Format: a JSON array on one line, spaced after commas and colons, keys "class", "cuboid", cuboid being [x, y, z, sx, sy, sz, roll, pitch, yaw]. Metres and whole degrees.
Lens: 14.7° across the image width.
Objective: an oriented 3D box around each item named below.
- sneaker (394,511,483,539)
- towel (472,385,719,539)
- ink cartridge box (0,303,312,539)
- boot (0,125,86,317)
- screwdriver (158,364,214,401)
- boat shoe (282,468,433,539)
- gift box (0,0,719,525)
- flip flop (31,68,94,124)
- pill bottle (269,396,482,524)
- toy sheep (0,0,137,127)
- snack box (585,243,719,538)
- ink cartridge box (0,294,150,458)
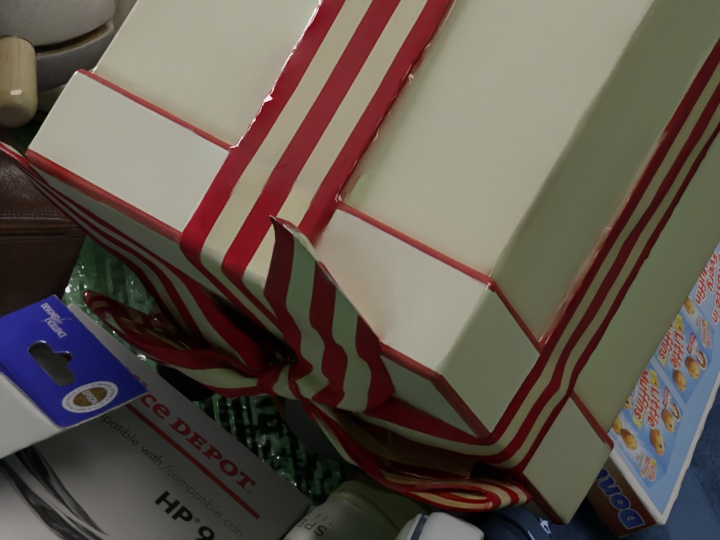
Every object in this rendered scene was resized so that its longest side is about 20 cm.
[{"class": "sneaker", "cuboid": [-0.030, 0.157, 0.859, 0.071, 0.201, 0.073, 29, 2, 6]}, {"class": "towel", "cuboid": [0.122, 0.109, 1.046, 0.199, 0.048, 0.112, -25, 90, -37]}, {"class": "ink cartridge box", "cuboid": [-0.100, 0.093, 0.951, 0.116, 0.068, 0.200, 39, 45, 8]}, {"class": "boot", "cuboid": [-0.195, -0.050, 0.980, 0.199, 0.064, 0.188, -5, 91, -35]}, {"class": "screwdriver", "cuboid": [-0.052, -0.046, 0.991, 0.029, 0.201, 0.028, 24, 27, 31]}, {"class": "boat shoe", "cuboid": [0.034, 0.167, 0.947, 0.066, 0.074, 0.201, -33, 87, -21]}, {"class": "gift box", "cuboid": [0.006, -0.039, 0.895, 0.184, 0.200, 0.187, 26, 81, 31]}, {"class": "flip flop", "cuboid": [-0.158, -0.097, 1.089, 0.199, 0.058, 0.081, 6, 49, -14]}, {"class": "pill bottle", "cuboid": [0.000, 0.000, 1.051, 0.112, 0.113, 0.200, -17, 62, -37]}, {"class": "toy sheep", "cuboid": [-0.122, -0.128, 1.013, 0.137, 0.138, 0.201, 12, 41, -18]}, {"class": "snack box", "cuboid": [0.114, 0.005, 1.039, 0.072, 0.024, 0.200, 54, 40, -23]}, {"class": "ink cartridge box", "cuboid": [-0.176, 0.050, 0.900, 0.199, 0.037, 0.095, -21, 28, -19]}]
